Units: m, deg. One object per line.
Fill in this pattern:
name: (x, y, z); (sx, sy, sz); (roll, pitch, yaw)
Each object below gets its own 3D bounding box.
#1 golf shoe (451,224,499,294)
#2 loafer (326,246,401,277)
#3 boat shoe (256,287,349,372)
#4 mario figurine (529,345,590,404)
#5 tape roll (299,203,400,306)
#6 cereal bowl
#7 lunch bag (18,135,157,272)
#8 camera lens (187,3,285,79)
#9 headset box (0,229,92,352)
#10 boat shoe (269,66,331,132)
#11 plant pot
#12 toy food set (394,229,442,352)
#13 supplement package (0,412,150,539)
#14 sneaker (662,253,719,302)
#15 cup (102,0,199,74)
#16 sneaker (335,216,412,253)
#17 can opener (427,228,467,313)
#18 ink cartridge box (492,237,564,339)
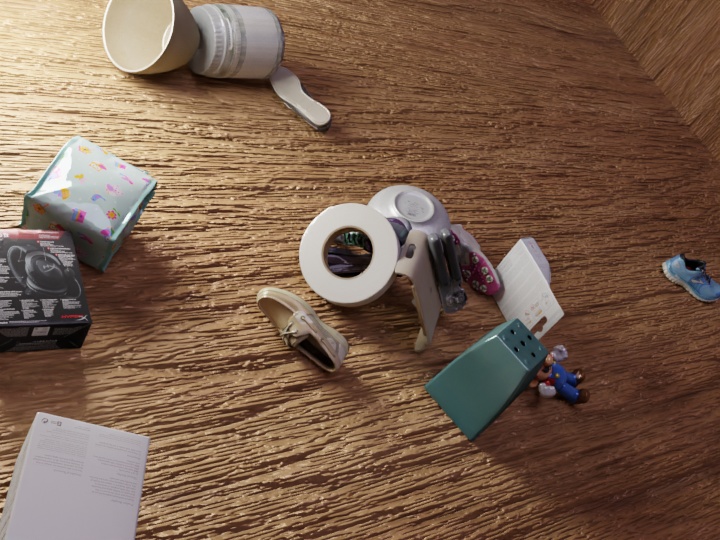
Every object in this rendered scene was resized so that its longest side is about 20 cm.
golf shoe: (0.258, -0.034, 1.897); (0.201, 0.075, 0.091); (51, 39, 13)
loafer: (0.000, 0.000, 1.691); (0.198, 0.072, 0.064); (10, 66, -21)
boat shoe: (-0.110, 0.108, 1.500); (0.200, 0.072, 0.065); (39, 39, -7)
mario figurine: (0.411, 0.215, 1.747); (0.199, 0.107, 0.123); (23, 7, -28)
tape roll: (-0.021, -0.032, 1.612); (0.203, 0.202, 0.037); (53, 3, 17)
cereal bowl: (0.108, -0.115, 1.815); (0.198, 0.084, 0.202); (8, 49, -10)
lunch bag: (-0.460, -0.126, 1.422); (0.169, 0.122, 0.201); (29, 47, -10)
camera lens: (-0.283, -0.519, 1.878); (0.199, 0.160, 0.161); (-11, 60, -42)
headset box: (-0.514, 0.021, 1.279); (0.148, 0.077, 0.201); (-1, 53, -37)
boat shoe: (-0.146, -0.401, 1.963); (0.067, 0.057, 0.200); (-41, 76, -13)
plant pot: (0.254, 0.195, 1.583); (0.142, 0.200, 0.141); (48, 42, 11)
toy food set: (0.112, 0.040, 1.651); (0.060, 0.201, 0.144); (-3, 35, 22)
supplement package: (-0.373, 0.318, 1.050); (0.151, 0.151, 0.201); (18, 44, -22)
sneaker: (0.956, 0.018, 2.341); (0.199, 0.090, 0.079); (27, 42, -14)
cup: (-0.426, -0.507, 1.763); (0.201, 0.200, 0.143); (55, 23, 19)
sneaker: (0.002, -0.074, 1.678); (0.198, 0.075, 0.088); (2, 30, 24)
can opener: (0.173, -0.001, 1.686); (0.053, 0.201, 0.067); (-20, 32, -6)
ink cartridge box: (0.371, 0.055, 1.827); (0.057, 0.163, 0.201); (-9, 58, -35)
